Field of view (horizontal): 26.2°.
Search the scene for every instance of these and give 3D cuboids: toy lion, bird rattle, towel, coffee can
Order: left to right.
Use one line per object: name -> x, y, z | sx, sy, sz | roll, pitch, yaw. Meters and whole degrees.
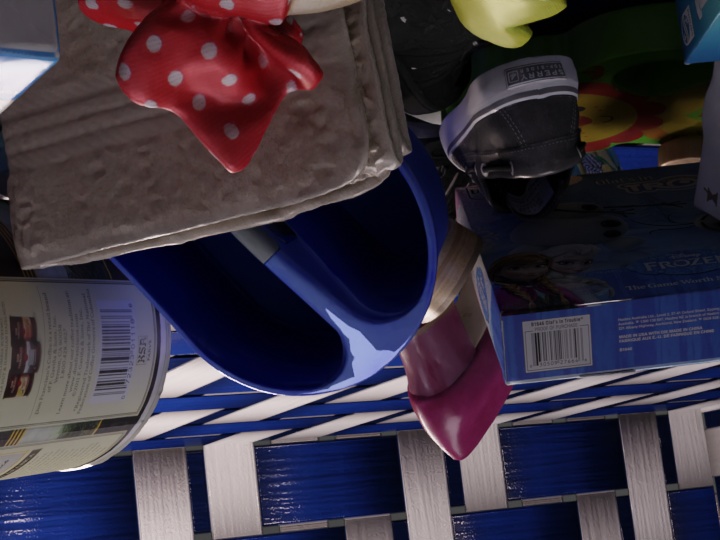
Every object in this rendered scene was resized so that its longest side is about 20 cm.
coffee can -> -0.205, 0.035, 0.752 | 0.145, 0.148, 0.200 | -12, 173, 24
towel -> -0.076, -0.082, 0.672 | 0.198, 0.134, 0.034 | -11, 175, 25
bird rattle -> -0.025, -0.136, 0.549 | 0.198, 0.113, 0.163 | -10, 138, 26
toy lion -> 0.146, -0.107, 0.898 | 0.190, 0.069, 0.200 | 3, 167, -11

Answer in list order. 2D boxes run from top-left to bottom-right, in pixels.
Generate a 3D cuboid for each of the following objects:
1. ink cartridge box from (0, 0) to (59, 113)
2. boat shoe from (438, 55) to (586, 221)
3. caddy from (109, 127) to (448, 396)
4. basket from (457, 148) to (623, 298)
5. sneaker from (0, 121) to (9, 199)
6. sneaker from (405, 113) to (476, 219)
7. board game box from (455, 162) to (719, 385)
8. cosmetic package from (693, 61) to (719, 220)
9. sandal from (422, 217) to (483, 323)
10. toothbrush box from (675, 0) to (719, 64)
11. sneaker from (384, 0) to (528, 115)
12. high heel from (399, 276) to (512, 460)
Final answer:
ink cartridge box -> -0.180, -0.098, 0.558 | 0.067, 0.117, 0.199 | 0, 166, -34
boat shoe -> 0.086, -0.059, 0.813 | 0.069, 0.067, 0.200 | -11, 174, -5
caddy -> -0.049, -0.036, 0.737 | 0.141, 0.200, 0.105 | -43, -179, 18
basket -> 0.105, -0.013, 1.049 | 0.199, 0.178, 0.139 | -11, 162, -37
sneaker -> -0.172, -0.083, 0.788 | 0.081, 0.075, 0.200 | -18, 175, 9
sneaker -> 0.003, -0.074, 0.911 | 0.199, 0.079, 0.074 | 19, 110, -49
board game box -> 0.159, -0.008, 0.827 | 0.198, 0.044, 0.199 | -6, -160, -1
cosmetic package -> 0.272, -0.087, 0.784 | 0.198, 0.114, 0.081 | -17, -147, -28
sandal -> 0.003, -0.005, 0.875 | 0.069, 0.078, 0.212 | 32, 165, -8
toothbrush box -> 0.212, -0.158, 0.598 | 0.145, 0.086, 0.200 | -6, 169, -3
sneaker -> 0.045, -0.124, 0.720 | 0.103, 0.061, 0.199 | -12, 168, 22
high heel -> 0.101, 0.025, 0.959 | 0.199, 0.097, 0.067 | -35, -153, -24
